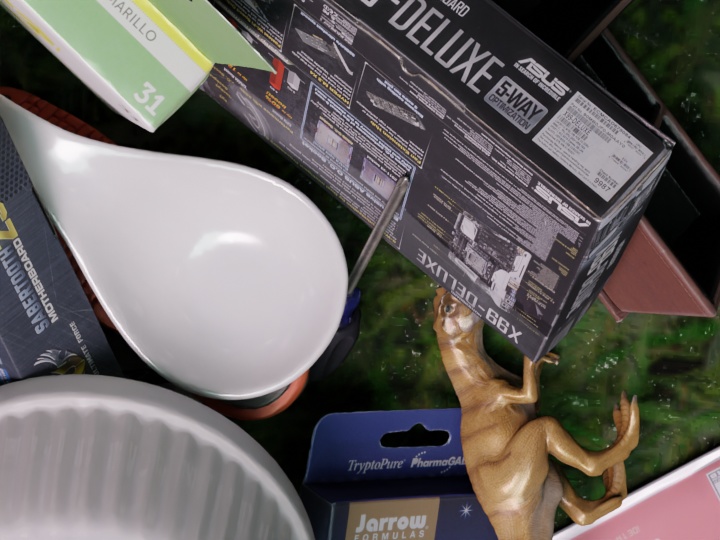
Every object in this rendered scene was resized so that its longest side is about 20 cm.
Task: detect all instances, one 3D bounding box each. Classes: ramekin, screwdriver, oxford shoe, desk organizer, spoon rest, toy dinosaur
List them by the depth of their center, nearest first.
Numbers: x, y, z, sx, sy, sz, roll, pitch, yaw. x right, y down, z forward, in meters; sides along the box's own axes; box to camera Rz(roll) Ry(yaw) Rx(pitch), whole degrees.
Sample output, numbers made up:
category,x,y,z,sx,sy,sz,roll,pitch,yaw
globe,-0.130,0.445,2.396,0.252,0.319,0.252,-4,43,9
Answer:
category,x,y,z,sx,sy,sz,roll,pitch,yaw
ramekin,-0.117,0.155,1.223,0.200,0.105,0.200,0,120,1
desk organizer,0.096,-0.074,1.253,0.072,0.077,0.200,-46,110,-19
spoon rest,-0.098,-0.021,1.253,0.200,0.061,0.099,32,89,8
screwdriver,0.000,0.000,1.284,0.028,0.029,0.200,37,148,5
oxford shoe,-0.105,-0.005,1.321,0.200,0.073,0.071,44,92,4
toy dinosaur,0.076,0.100,1.344,0.106,0.200,0.060,-6,161,-15

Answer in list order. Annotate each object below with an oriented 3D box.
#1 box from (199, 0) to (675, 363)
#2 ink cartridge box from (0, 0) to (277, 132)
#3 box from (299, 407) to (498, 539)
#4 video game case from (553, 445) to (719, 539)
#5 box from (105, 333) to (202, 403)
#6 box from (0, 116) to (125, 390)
category,x,y,z,sx,sy,sz,roll,pitch,yaw
box,0.025,-0.065,1.209,0.200,0.158,0.050,39,69,10
ink cartridge box,-0.120,-0.121,1.195,0.146,0.200,0.048,44,86,-17
box,0.018,0.163,1.366,0.121,0.032,0.200,0,107,-34
video game case,0.164,0.200,1.378,0.143,0.017,0.200,-29,77,14
box,-0.162,0.151,1.360,0.199,0.131,0.200,-9,115,6
box,-0.198,-0.025,1.261,0.051,0.158,0.200,-39,124,-28
